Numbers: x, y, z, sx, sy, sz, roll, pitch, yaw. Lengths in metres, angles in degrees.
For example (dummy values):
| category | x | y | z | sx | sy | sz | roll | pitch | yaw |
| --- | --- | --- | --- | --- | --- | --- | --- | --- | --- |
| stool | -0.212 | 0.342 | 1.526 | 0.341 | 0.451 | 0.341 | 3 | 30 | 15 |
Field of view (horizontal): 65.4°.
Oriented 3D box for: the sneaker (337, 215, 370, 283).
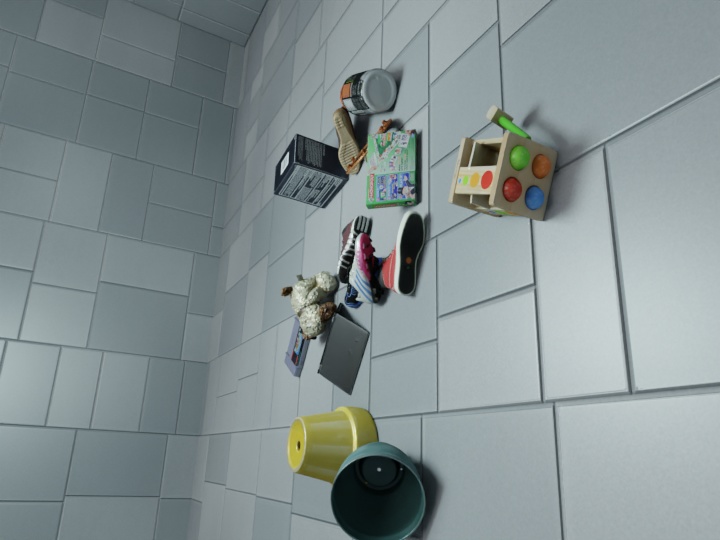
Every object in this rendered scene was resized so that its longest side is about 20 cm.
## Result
| category | x | y | z | sx | sy | sz | roll | pitch | yaw |
| --- | --- | --- | --- | --- | --- | --- | --- | --- | --- |
| sneaker | -0.030 | -0.060 | 1.665 | 0.115 | 0.074 | 0.205 | 5 | 74 | 69 |

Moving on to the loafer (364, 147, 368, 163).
| category | x | y | z | sx | sy | sz | roll | pitch | yaw |
| --- | --- | --- | --- | --- | --- | --- | --- | --- | --- |
| loafer | 0.055 | -0.329 | 1.588 | 0.199 | 0.067 | 0.078 | 29 | 105 | 63 |

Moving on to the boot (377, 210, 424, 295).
| category | x | y | z | sx | sy | sz | roll | pitch | yaw |
| --- | --- | --- | --- | --- | --- | --- | --- | --- | --- |
| boot | 0.092 | -0.050 | 1.404 | 0.144 | 0.070 | 0.207 | -160 | 79 | -65 |

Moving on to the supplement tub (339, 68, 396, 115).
| category | x | y | z | sx | sy | sz | roll | pitch | yaw |
| --- | --- | --- | --- | --- | --- | --- | --- | --- | --- |
| supplement tub | 0.016 | -0.532 | 1.688 | 0.199 | 0.119 | 0.126 | 27 | 104 | 63 |

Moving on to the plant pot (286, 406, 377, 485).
| category | x | y | z | sx | sy | sz | roll | pitch | yaw |
| --- | --- | --- | --- | --- | --- | --- | --- | --- | --- |
| plant pot | -0.081 | 0.446 | 1.422 | 0.200 | 0.184 | 0.207 | -33 | 52 | 55 |

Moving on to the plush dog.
| category | x | y | z | sx | sy | sz | roll | pitch | yaw |
| --- | --- | --- | --- | --- | --- | --- | --- | --- | --- |
| plush dog | -0.156 | 0.122 | 1.761 | 0.201 | 0.157 | 0.174 | -55 | 50 | 38 |

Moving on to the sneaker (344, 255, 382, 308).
| category | x | y | z | sx | sy | sz | roll | pitch | yaw |
| --- | --- | --- | --- | --- | --- | --- | --- | --- | --- |
| sneaker | -0.011 | 0.027 | 1.569 | 0.202 | 0.076 | 0.071 | -57 | 34 | 37 |

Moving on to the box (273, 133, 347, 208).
| category | x | y | z | sx | sy | sz | roll | pitch | yaw |
| --- | --- | --- | --- | --- | --- | --- | --- | --- | --- |
| box | -0.169 | -0.331 | 1.899 | 0.200 | 0.194 | 0.127 | -39 | 43 | 51 |

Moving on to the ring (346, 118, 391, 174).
| category | x | y | z | sx | sy | sz | roll | pitch | yaw |
| --- | --- | --- | --- | --- | --- | --- | --- | --- | --- |
| ring | 0.019 | -0.360 | 1.613 | 0.201 | 0.019 | 0.201 | -48 | 12 | 13 |

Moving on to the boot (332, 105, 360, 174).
| category | x | y | z | sx | sy | sz | roll | pitch | yaw |
| --- | --- | --- | --- | --- | --- | --- | --- | --- | --- |
| boot | -0.035 | -0.424 | 1.810 | 0.167 | 0.070 | 0.205 | -72 | -32 | -66 |

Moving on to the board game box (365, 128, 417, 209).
| category | x | y | z | sx | sy | sz | roll | pitch | yaw |
| --- | --- | --- | --- | --- | --- | --- | --- | --- | --- |
| board game box | 0.082 | -0.263 | 1.457 | 0.130 | 0.029 | 0.206 | -3 | 71 | 17 |

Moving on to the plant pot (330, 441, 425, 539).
| category | x | y | z | sx | sy | sz | roll | pitch | yaw |
| --- | --- | --- | --- | --- | --- | --- | --- | --- | --- |
| plant pot | 0.039 | 0.454 | 1.202 | 0.134 | 0.195 | 0.206 | -72 | 0 | -77 |

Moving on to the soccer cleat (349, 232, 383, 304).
| category | x | y | z | sx | sy | sz | roll | pitch | yaw |
| --- | --- | --- | --- | --- | --- | --- | --- | --- | --- |
| soccer cleat | 0.000 | 0.000 | 1.458 | 0.084 | 0.070 | 0.205 | 2 | 121 | 27 |

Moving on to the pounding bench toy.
| category | x | y | z | sx | sy | sz | roll | pitch | yaw |
| --- | --- | --- | --- | --- | --- | --- | --- | --- | --- |
| pounding bench toy | 0.273 | -0.208 | 1.033 | 0.155 | 0.121 | 0.206 | 16 | 94 | 64 |

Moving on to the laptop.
| category | x | y | z | sx | sy | sz | roll | pitch | yaw |
| --- | --- | --- | --- | --- | --- | --- | --- | --- | --- |
| laptop | -0.046 | 0.222 | 1.641 | 0.200 | 0.113 | 0.192 | -65 | -7 | -79 |

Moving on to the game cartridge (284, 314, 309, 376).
| category | x | y | z | sx | sy | sz | roll | pitch | yaw |
| --- | --- | --- | --- | --- | --- | --- | --- | --- | --- |
| game cartridge | -0.216 | 0.249 | 1.950 | 0.129 | 0.037 | 0.206 | -145 | 69 | -67 |
